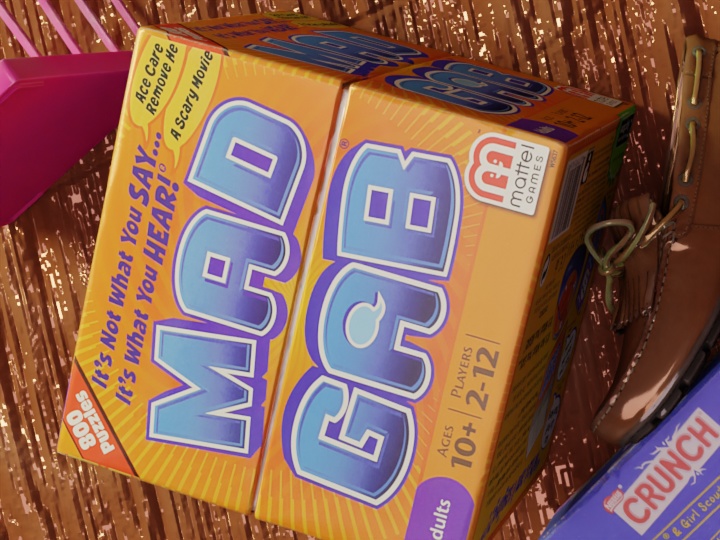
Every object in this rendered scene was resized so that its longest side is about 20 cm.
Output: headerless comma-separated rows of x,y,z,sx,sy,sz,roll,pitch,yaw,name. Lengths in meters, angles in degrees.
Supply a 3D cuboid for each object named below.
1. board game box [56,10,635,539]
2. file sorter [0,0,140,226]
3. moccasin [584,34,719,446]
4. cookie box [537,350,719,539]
0.000,0.000,1.001,0.198,0.200,0.202,16,103,13,board game box
-0.209,-0.103,1.045,0.139,0.200,0.126,-39,85,18,file sorter
0.146,-0.016,0.994,0.077,0.074,0.203,19,84,3,moccasin
0.214,0.144,1.030,0.200,0.075,0.171,45,109,4,cookie box
